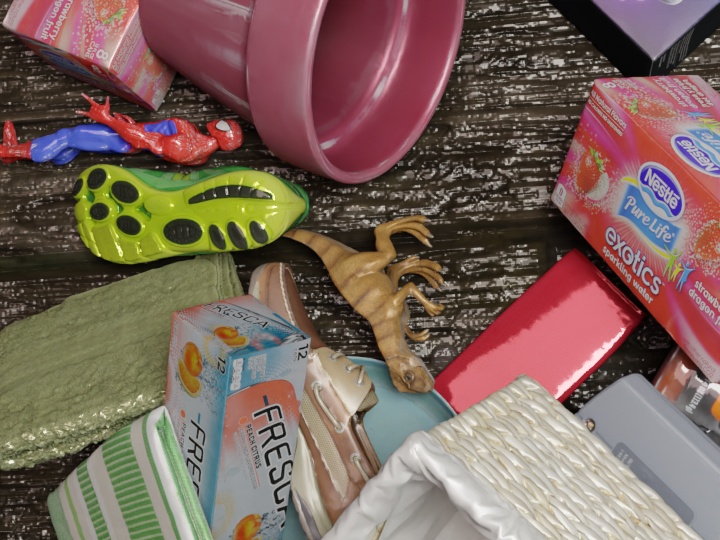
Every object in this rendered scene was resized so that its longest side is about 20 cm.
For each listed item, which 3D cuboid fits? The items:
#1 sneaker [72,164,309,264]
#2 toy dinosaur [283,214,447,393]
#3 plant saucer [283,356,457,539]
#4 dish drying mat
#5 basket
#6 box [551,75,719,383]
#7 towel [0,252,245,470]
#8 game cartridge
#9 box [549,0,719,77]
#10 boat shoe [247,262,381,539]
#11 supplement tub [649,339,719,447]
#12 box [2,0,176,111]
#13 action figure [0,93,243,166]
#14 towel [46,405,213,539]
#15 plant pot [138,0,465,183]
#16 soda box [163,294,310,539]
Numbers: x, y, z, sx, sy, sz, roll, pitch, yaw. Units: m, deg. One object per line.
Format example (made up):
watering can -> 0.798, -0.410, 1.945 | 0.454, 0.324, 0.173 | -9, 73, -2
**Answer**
sneaker -> -0.127, -0.041, 0.945 | 0.199, 0.083, 0.074 | 4, 95, 27
toy dinosaur -> 0.000, 0.000, 0.913 | 0.106, 0.061, 0.200 | -28, 53, -22
plant saucer -> -0.008, 0.162, 0.901 | 0.199, 0.027, 0.201 | -3, 80, 16
dish drying mat -> 0.107, 0.077, 0.913 | 0.200, 0.018, 0.077 | -44, 74, 0
basket -> 0.084, 0.201, 0.741 | 0.200, 0.161, 0.199 | 43, 122, 17
box -> 0.220, -0.033, 0.818 | 0.095, 0.100, 0.200 | -5, 40, -26
towel -> -0.172, 0.063, 0.914 | 0.199, 0.037, 0.149 | -20, 38, 3
game cartridge -> 0.160, 0.171, 0.820 | 0.133, 0.040, 0.200 | 44, 123, 29
box -> 0.192, -0.253, 0.932 | 0.141, 0.079, 0.200 | -42, 77, -3
boat shoe -> -0.023, 0.087, 0.869 | 0.072, 0.076, 0.201 | -18, 86, 9
supplement tub -> 0.285, 0.110, 0.836 | 0.200, 0.107, 0.107 | 30, 85, 12
box -> -0.167, -0.238, 0.968 | 0.102, 0.095, 0.201 | 24, 84, 17
action figure -> -0.185, -0.101, 0.965 | 0.199, 0.065, 0.052 | 4, 87, 11
towel -> -0.151, 0.191, 0.859 | 0.023, 0.200, 0.153 | -12, 71, -37
plant pot -> -0.050, -0.182, 0.905 | 0.179, 0.200, 0.201 | 23, 84, 27
soda box -> -0.086, 0.120, 0.828 | 0.068, 0.063, 0.201 | 33, 124, 42
